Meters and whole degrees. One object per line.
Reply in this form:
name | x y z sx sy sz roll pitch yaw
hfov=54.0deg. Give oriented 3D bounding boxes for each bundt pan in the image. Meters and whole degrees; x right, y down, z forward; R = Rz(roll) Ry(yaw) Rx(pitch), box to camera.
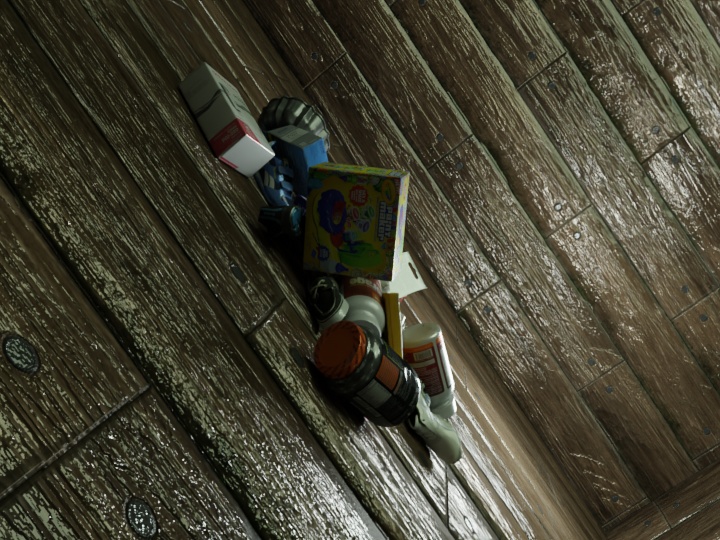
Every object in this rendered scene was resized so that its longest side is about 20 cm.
bundt pan | -0.177 -0.320 1.743 0.203 0.199 0.076 51 39 -18

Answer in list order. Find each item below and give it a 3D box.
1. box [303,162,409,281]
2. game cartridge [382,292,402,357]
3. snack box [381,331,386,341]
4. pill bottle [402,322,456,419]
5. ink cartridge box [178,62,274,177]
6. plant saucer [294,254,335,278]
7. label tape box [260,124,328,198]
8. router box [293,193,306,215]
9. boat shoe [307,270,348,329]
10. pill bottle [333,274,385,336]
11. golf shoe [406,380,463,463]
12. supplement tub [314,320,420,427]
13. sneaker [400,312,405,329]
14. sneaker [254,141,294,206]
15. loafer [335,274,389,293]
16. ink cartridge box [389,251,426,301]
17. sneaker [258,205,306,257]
box | -0.007 -0.102 1.425 0.122 0.186 0.207 -45 141 -72
game cartridge | 0.066 0.149 1.485 0.176 0.031 0.207 123 -35 -87
snack box | 0.017 0.147 1.474 0.024 0.071 0.201 48 13 -22
pill bottle | 0.152 0.232 1.601 0.110 0.106 0.206 -83 159 -75
ink cartridge box | -0.283 -0.318 1.502 0.203 0.084 0.145 57 10 18
plant saucer | -0.091 -0.019 1.590 0.202 0.036 0.201 54 10 -13
label tape box | -0.151 -0.260 1.668 0.199 0.065 0.146 33 -34 46
router box | -0.055 -0.097 1.673 0.177 0.050 0.200 24 12 -34
boat shoe | -0.074 0.050 1.384 0.064 0.070 0.200 51 4 -22
pill bottle | -0.005 0.082 1.447 0.113 0.111 0.202 49 16 -25
golf shoe | 0.137 0.335 1.508 0.202 0.078 0.097 53 28 9
supplement tub | 0.012 0.177 1.220 0.200 0.121 0.124 46 13 -42
sneaker | 0.070 0.145 1.664 0.076 0.091 0.202 48 14 -35
sneaker | -0.187 -0.206 1.601 0.203 0.081 0.074 60 10 16
loafer | 0.000 0.000 1.584 0.201 0.074 0.071 49 40 -31
ink cartridge box | 0.053 0.033 1.690 0.196 0.050 0.111 -17 72 -33
sneaker | -0.146 -0.085 1.421 0.201 0.079 0.075 68 32 -70
